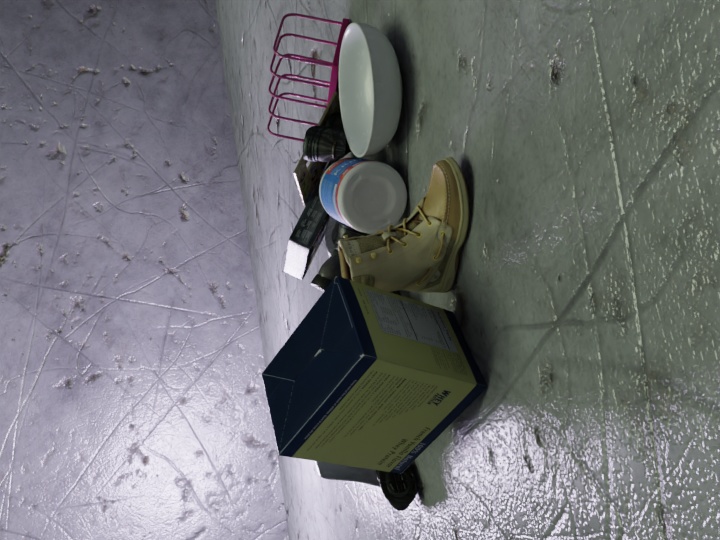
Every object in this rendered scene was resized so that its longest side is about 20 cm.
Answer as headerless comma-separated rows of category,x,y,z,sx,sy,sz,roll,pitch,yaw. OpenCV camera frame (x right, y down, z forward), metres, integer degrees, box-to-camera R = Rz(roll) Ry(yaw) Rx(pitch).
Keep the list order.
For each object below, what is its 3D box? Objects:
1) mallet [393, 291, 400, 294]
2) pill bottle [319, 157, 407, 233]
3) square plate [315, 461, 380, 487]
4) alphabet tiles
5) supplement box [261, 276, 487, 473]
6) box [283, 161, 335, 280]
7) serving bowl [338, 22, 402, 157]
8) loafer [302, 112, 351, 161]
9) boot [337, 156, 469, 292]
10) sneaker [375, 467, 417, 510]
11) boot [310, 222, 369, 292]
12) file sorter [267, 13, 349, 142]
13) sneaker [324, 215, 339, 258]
mallet,0.075,0.075,1.207,0.200,0.041,0.066,-106,18,-48
pill bottle,-0.006,-0.127,1.269,0.200,0.112,0.113,-148,53,-71
square plate,-0.036,0.313,1.475,0.028,0.200,0.199,-34,53,27
alphabet tiles,-0.067,-0.229,1.410,0.167,0.008,0.200,82,-147,-75
supplement box,0.013,0.142,1.009,0.200,0.199,0.134,-52,38,29
box,-0.085,-0.100,1.514,0.159,0.046,0.200,113,-178,-66
serving bowl,0.021,-0.277,1.193,0.200,0.066,0.201,173,90,-76
loafer,-0.032,-0.224,1.339,0.200,0.072,0.073,-53,-28,-59
boot,0.051,-0.047,0.995,0.073,0.155,0.200,-112,21,-47
sneaker,0.046,0.324,1.358,0.091,0.076,0.201,88,173,-57
boot,0.000,0.000,1.377,0.132,0.070,0.200,-63,-27,-5
file sorter,-0.100,-0.351,1.438,0.200,0.125,0.139,102,178,-52
sneaker,-0.036,-0.044,1.506,0.099,0.078,0.201,-120,29,-68
